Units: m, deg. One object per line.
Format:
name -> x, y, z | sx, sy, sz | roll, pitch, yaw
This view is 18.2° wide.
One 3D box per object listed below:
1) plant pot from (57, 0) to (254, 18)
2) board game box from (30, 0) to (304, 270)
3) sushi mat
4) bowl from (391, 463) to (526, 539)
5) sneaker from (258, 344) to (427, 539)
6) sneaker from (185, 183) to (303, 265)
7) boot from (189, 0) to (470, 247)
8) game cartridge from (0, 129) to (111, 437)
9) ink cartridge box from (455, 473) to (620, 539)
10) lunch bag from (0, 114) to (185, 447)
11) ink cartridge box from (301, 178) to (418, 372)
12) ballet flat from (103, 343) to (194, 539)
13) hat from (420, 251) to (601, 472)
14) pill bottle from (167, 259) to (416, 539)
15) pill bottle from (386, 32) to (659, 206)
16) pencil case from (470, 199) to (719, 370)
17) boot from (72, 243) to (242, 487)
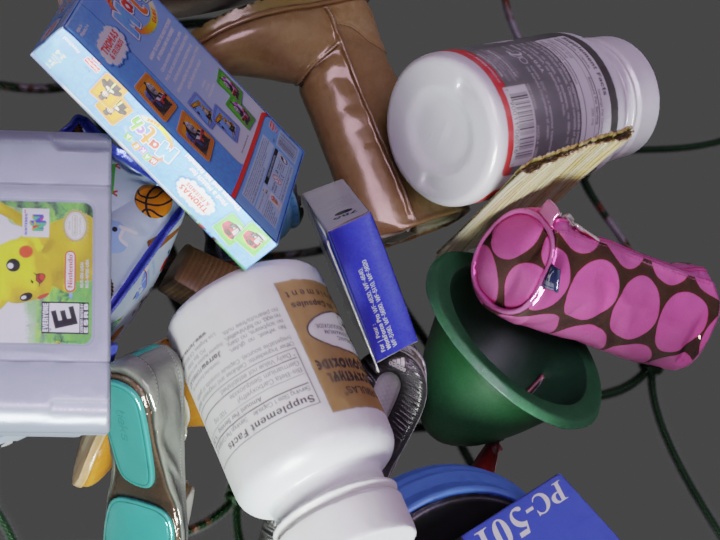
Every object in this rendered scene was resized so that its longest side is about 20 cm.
plant pot -> -0.103, -0.290, 1.634 | 0.177, 0.199, 0.201 | 8, 66, -52
board game box -> -0.124, -0.111, 1.507 | 0.200, 0.037, 0.151 | 47, 23, -16
sushi mat -> 0.124, -0.054, 1.642 | 0.095, 0.200, 0.012 | -19, 79, -21
bowl -> 0.058, 0.236, 1.566 | 0.200, 0.039, 0.201 | -8, 106, -27
sneaker -> -0.003, 0.140, 1.609 | 0.075, 0.115, 0.201 | 29, 101, 5
sneaker -> -0.134, -0.089, 1.633 | 0.095, 0.079, 0.200 | -41, 88, -21
boot -> -0.027, -0.109, 1.682 | 0.175, 0.066, 0.201 | -20, 82, -22
game cartridge -> -0.223, 0.005, 1.418 | 0.133, 0.040, 0.201 | 0, 71, -6
ink cartridge box -> 0.084, 0.224, 1.488 | 0.200, 0.044, 0.094 | -29, 61, -26
lunch bag -> -0.213, 0.025, 1.522 | 0.124, 0.170, 0.200 | 34, 65, -1
ink cartridge box -> 0.000, 0.000, 1.564 | 0.039, 0.200, 0.100 | -21, 103, -1
ballet flat -> -0.138, 0.141, 1.527 | 0.067, 0.201, 0.064 | 17, 33, 28
hat -> 0.063, 0.110, 1.670 | 0.165, 0.176, 0.200 | 38, 26, -6
pill bottle -> -0.042, 0.104, 1.493 | 0.114, 0.114, 0.200 | -16, 66, -22
pill bottle -> 0.126, -0.118, 1.684 | 0.200, 0.114, 0.114 | -14, 78, -44
pencil case -> 0.181, 0.012, 1.663 | 0.200, 0.091, 0.094 | 17, 107, -42
boot -> -0.103, 0.093, 1.593 | 0.144, 0.071, 0.202 | 32, 71, -13
